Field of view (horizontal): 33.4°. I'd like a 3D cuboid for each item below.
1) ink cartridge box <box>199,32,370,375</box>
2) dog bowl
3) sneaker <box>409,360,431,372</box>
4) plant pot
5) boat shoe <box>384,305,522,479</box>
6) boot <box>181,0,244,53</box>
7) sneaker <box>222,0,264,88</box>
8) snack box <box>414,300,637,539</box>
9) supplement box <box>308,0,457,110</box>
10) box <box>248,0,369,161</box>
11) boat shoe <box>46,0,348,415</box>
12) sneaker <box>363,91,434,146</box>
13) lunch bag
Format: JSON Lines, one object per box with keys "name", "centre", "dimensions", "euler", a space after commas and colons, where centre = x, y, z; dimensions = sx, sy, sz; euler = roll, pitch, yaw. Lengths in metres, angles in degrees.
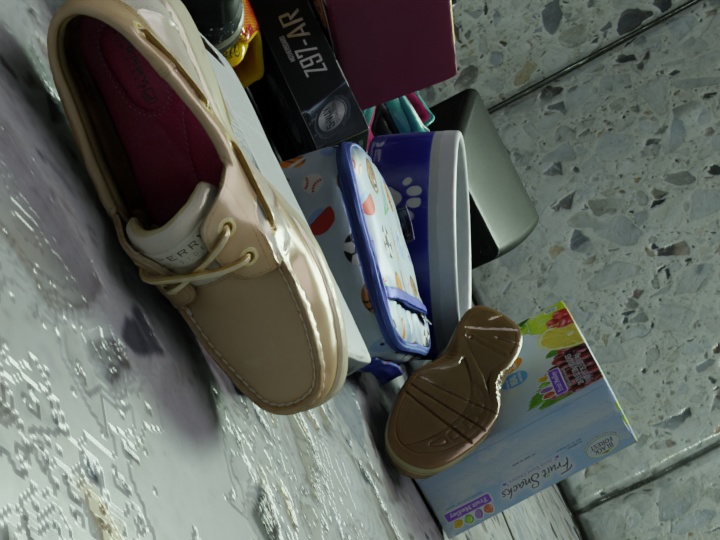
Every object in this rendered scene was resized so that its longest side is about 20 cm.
{"name": "ink cartridge box", "centre": [-0.066, -0.034, 0.630], "dimensions": [0.201, 0.050, 0.109], "euler": [64, 7, 13]}
{"name": "dog bowl", "centre": [0.054, -0.022, 1.061], "dimensions": [0.200, 0.078, 0.202], "euler": [-1, 90, -81]}
{"name": "sneaker", "centre": [0.065, 0.069, 1.218], "dimensions": [0.087, 0.075, 0.200], "euler": [52, 3, -24]}
{"name": "plant pot", "centre": [0.091, -0.079, 1.481], "dimensions": [0.201, 0.198, 0.178], "euler": [62, 17, -13]}
{"name": "boat shoe", "centre": [0.069, 0.103, 0.918], "dimensions": [0.071, 0.065, 0.200], "euler": [34, 37, 9]}
{"name": "boot", "centre": [-0.117, -0.223, 0.640], "dimensions": [0.205, 0.073, 0.154], "euler": [59, -13, -3]}
{"name": "sneaker", "centre": [-0.103, -0.182, 0.811], "dimensions": [0.078, 0.073, 0.200], "euler": [61, 6, 17]}
{"name": "snack box", "centre": [0.125, 0.118, 1.003], "dimensions": [0.068, 0.168, 0.200], "euler": [59, 9, -12]}
{"name": "supplement box", "centre": [-0.008, -0.248, 0.959], "dimensions": [0.131, 0.102, 0.201], "euler": [79, -11, -53]}
{"name": "box", "centre": [-0.048, -0.137, 0.970], "dimensions": [0.200, 0.043, 0.161], "euler": [101, -35, -75]}
{"name": "boat shoe", "centre": [-0.072, -0.023, 0.493], "dimensions": [0.201, 0.073, 0.069], "euler": [61, 19, -7]}
{"name": "sneaker", "centre": [0.013, -0.126, 1.159], "dimensions": [0.084, 0.120, 0.201], "euler": [60, -11, 30]}
{"name": "lunch bag", "centre": [0.000, 0.000, 0.872], "dimensions": [0.200, 0.075, 0.162], "euler": [28, 44, -76]}
